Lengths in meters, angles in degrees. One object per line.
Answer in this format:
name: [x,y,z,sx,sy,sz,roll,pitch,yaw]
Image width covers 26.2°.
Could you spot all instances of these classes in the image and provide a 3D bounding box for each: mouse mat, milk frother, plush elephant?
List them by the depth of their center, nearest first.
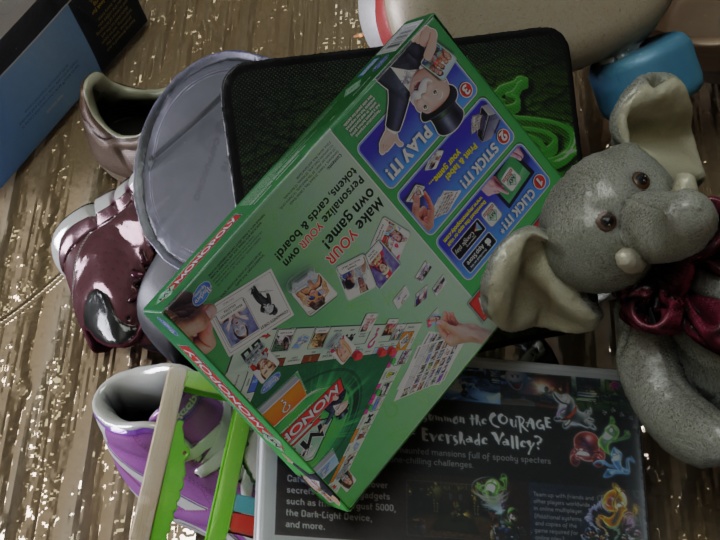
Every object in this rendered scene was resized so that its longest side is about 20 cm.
plush elephant: [0.153,-0.003,0.728,0.165,0.155,0.200,-59,27,-11]
mouse mat: [0.031,-0.033,0.774,0.199,0.162,0.008,-11,7,-26]
milk frother: [0.000,0.000,0.837,0.199,0.188,0.181,21,95,34]

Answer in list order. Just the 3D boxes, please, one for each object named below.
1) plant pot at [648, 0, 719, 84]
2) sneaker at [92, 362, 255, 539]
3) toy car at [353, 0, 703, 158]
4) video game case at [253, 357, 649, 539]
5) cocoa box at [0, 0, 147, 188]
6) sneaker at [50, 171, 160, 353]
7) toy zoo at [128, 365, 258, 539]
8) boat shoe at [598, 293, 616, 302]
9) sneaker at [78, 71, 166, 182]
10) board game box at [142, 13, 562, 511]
plant pot: [0.233,-0.184,0.967,0.200,0.093,0.202,-9,52,12]
sneaker: [-0.059,0.108,0.824,0.200,0.115,0.073,13,57,24]
toy car: [0.071,-0.164,0.902,0.176,0.185,0.200,-24,11,-16]
video game case: [0.046,0.129,0.760,0.199,0.023,0.183,6,64,-10]
cocoa box: [-0.274,-0.171,1.093,0.133,0.131,0.200,22,63,31]
sneaker: [-0.106,-0.013,0.936,0.200,0.075,0.116,-37,56,34]
toy zoo: [-0.015,0.133,0.784,0.199,0.020,0.132,14,76,-7]
boat shoe: [0.110,-0.038,0.915,0.060,0.074,0.200,0,19,-35]
sneaker: [-0.103,-0.079,1.005,0.199,0.076,0.071,13,58,26]
board game box: [0.009,-0.005,0.740,0.200,0.135,0.029,-49,22,-20]
